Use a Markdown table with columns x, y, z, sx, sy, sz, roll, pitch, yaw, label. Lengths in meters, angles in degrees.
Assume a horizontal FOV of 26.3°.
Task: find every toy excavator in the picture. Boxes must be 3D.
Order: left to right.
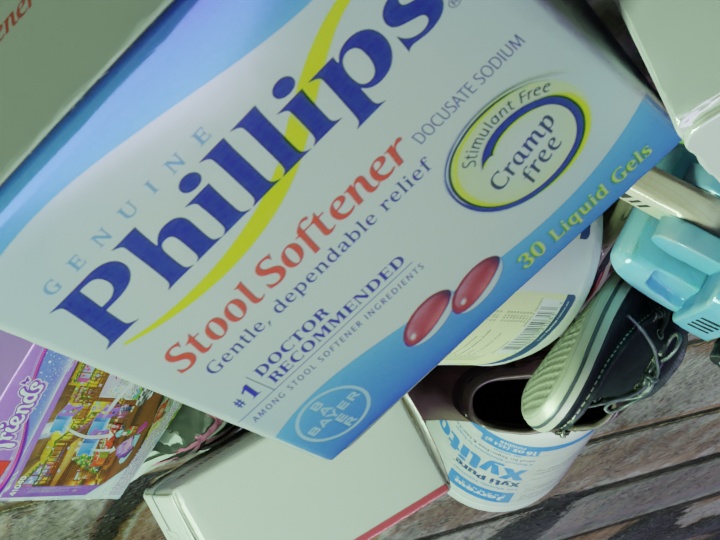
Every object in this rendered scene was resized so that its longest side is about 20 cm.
| x | y | z | sx | sy | sz | roll | pitch | yaw | label |
| --- | --- | --- | --- | --- | --- | --- | --- | --- | --- |
| 0.155 | -0.028 | 0.751 | 0.101 | 0.198 | 0.194 | -63 | 175 | -5 | toy excavator |

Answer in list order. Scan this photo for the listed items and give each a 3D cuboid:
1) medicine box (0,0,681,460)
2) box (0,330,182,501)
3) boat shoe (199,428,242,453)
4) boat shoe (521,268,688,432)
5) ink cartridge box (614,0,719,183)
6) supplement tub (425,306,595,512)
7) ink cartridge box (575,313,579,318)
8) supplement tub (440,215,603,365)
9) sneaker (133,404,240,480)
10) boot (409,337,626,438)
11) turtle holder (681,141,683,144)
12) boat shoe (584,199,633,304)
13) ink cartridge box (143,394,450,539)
| x | y | z | sx | sy | sz | roll | pitch | yaw | label |
| --- | --- | --- | --- | --- | --- | --- | --- | --- | --- |
| -0.025 | -0.053 | 0.505 | 0.182 | 0.103 | 0.199 | -43 | 140 | 16 | medicine box |
| -0.138 | 0.039 | 0.829 | 0.136 | 0.039 | 0.201 | 10 | 120 | -54 | box |
| -0.028 | 0.107 | 1.149 | 0.200 | 0.075 | 0.065 | 3 | 153 | -34 | boat shoe |
| 0.145 | 0.041 | 0.847 | 0.075 | 0.062 | 0.200 | -54 | 171 | 30 | boat shoe |
| 0.125 | -0.131 | 0.546 | 0.084 | 0.202 | 0.146 | -29 | 158 | 18 | ink cartridge box |
| 0.118 | 0.097 | 1.179 | 0.131 | 0.133 | 0.200 | -16 | 157 | -12 | supplement tub |
| 0.033 | 0.038 | 0.941 | 0.198 | 0.038 | 0.095 | -11 | 176 | 12 | ink cartridge box |
| 0.013 | -0.026 | 0.768 | 0.199 | 0.146 | 0.145 | 4 | 147 | -48 | supplement tub |
| -0.125 | 0.095 | 0.981 | 0.199 | 0.081 | 0.086 | -15 | 173 | 44 | sneaker |
| 0.077 | 0.073 | 0.996 | 0.198 | 0.071 | 0.146 | -7 | -174 | 5 | boot |
| 0.224 | -0.115 | 0.806 | 0.130 | 0.143 | 0.185 | 0 | -170 | -14 | turtle holder |
| 0.135 | -0.026 | 0.978 | 0.062 | 0.072 | 0.200 | -18 | 159 | -40 | boat shoe |
| -0.046 | 0.133 | 0.942 | 0.146 | 0.083 | 0.200 | -30 | 179 | -14 | ink cartridge box |
